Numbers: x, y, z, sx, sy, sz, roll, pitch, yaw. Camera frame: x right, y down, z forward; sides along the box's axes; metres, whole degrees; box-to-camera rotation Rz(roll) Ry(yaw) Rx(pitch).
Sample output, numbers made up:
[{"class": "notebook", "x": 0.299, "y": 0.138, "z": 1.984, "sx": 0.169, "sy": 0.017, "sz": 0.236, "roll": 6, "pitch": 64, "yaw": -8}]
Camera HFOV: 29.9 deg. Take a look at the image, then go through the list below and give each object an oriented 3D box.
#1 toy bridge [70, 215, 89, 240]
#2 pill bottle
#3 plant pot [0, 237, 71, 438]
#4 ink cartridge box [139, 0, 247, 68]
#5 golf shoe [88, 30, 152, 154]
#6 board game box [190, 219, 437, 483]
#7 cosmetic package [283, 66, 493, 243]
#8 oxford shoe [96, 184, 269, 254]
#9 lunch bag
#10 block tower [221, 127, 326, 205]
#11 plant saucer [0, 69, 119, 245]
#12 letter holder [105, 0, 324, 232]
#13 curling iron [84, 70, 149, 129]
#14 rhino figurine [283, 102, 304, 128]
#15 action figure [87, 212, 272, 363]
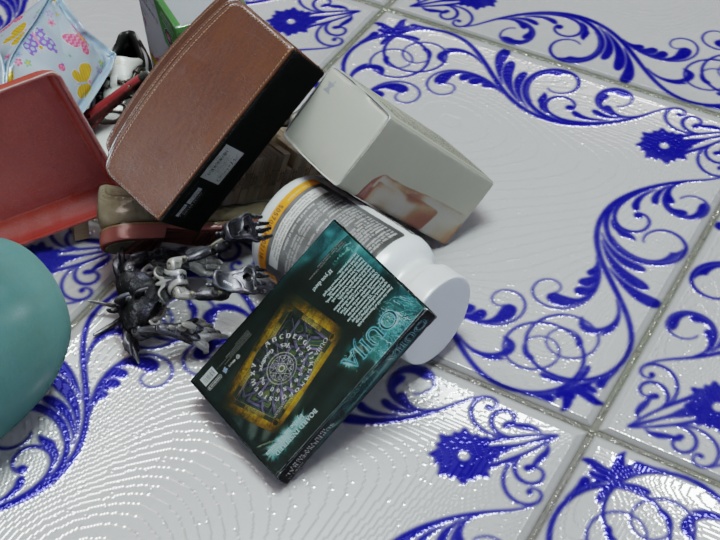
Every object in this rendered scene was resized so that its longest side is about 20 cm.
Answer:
[{"class": "toy bridge", "x": -0.219, "y": -0.086, "z": 1.446, "sx": 0.199, "sy": 0.027, "sz": 0.067, "roll": -17, "pitch": 46, "yaw": -18}, {"class": "pill bottle", "x": 0.000, "y": 0.000, "z": 1.291, "sx": 0.199, "sy": 0.117, "sz": 0.116, "roll": 33, "pitch": 54, "yaw": 30}, {"class": "plant pot", "x": -0.354, "y": 0.061, "z": 1.189, "sx": 0.200, "sy": 0.202, "sz": 0.161, "roll": 27, "pitch": 38, "yaw": 25}, {"class": "ink cartridge box", "x": -0.174, "y": -0.230, "z": 1.471, "sx": 0.083, "sy": 0.201, "sz": 0.145, "roll": -21, "pitch": 48, "yaw": -16}, {"class": "golf shoe", "x": -0.276, "y": -0.187, "z": 1.504, "sx": 0.077, "sy": 0.095, "sz": 0.201, "roll": 1, "pitch": 46, "yaw": 0}, {"class": "board game box", "x": -0.044, "y": 0.071, "z": 1.203, "sx": 0.200, "sy": 0.028, "sz": 0.135, "roll": -48, "pitch": 60, "yaw": 3}, {"class": "cosmetic package", "x": 0.031, "y": -0.111, "z": 1.343, "sx": 0.087, "sy": 0.200, "sz": 0.103, "roll": -51, "pitch": 52, "yaw": 10}, {"class": "oxford shoe", "x": -0.168, "y": -0.064, "z": 1.361, "sx": 0.199, "sy": 0.070, "sz": 0.075, "roll": -5, "pitch": 75, "yaw": -28}, {"class": "lunch bag", "x": -0.378, "y": -0.176, "z": 1.427, "sx": 0.169, "sy": 0.127, "sz": 0.201, "roll": -24, "pitch": 34, "yaw": 37}, {"class": "block tower", "x": -0.089, "y": -0.112, "z": 1.400, "sx": 0.058, "sy": 0.054, "sz": 0.199, "roll": 37, "pitch": 30, "yaw": 30}, {"class": "plant saucer", "x": -0.350, "y": -0.104, "z": 1.313, "sx": 0.198, "sy": 0.200, "sz": 0.037, "roll": -20, "pitch": 53, "yaw": 1}, {"class": "letter holder", "x": -0.158, "y": -0.162, "z": 1.269, "sx": 0.142, "sy": 0.101, "sz": 0.200, "roll": 41, "pitch": 96, "yaw": 13}, {"class": "curling iron", "x": -0.291, "y": -0.155, "z": 1.450, "sx": 0.199, "sy": 0.026, "sz": 0.050, "roll": -25, "pitch": 60, "yaw": 19}, {"class": "rhino figurine", "x": -0.141, "y": -0.141, "z": 1.420, "sx": 0.199, "sy": 0.088, "sz": 0.060, "roll": -23, "pitch": 49, "yaw": -23}, {"class": "action figure", "x": -0.167, "y": 0.020, "z": 1.285, "sx": 0.199, "sy": 0.102, "sz": 0.120, "roll": -22, "pitch": 65, "yaw": 35}]
